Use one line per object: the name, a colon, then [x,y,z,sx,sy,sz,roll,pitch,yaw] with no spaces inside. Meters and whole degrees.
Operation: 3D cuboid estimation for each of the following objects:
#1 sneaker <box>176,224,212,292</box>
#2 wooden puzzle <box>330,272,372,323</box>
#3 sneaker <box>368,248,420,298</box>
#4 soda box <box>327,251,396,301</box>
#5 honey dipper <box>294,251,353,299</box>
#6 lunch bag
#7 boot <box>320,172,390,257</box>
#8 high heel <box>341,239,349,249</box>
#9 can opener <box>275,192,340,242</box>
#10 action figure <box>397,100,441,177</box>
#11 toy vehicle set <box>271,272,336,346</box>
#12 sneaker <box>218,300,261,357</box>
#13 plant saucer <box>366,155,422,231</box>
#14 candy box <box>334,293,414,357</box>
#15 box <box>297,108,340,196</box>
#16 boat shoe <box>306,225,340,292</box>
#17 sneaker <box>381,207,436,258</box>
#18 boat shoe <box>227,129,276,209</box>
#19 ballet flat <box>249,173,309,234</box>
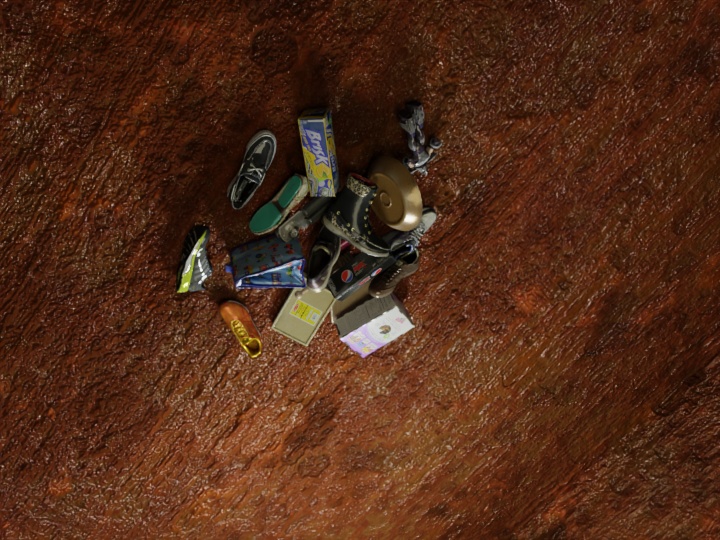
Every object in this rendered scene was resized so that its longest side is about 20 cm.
sneaker: [-0.416,-0.029,1.390,0.079,0.075,0.203,6,127,-34]
wooden puzzle: [-0.004,0.057,1.619,0.195,0.037,0.189,-14,126,-17]
sneaker: [0.097,-0.002,1.559,0.199,0.070,0.077,-37,150,-31]
soda box: [0.000,0.000,1.492,0.198,0.064,0.071,-36,163,7]
honey dipper: [-0.102,0.018,1.510,0.198,0.038,0.039,-38,131,-18]
lunch bag: [-0.251,-0.021,1.396,0.194,0.152,0.096,-8,126,-15]
boot: [0.016,-0.138,1.381,0.200,0.074,0.156,28,114,-10]
high heel: [-0.052,-0.055,1.497,0.095,0.068,0.202,31,105,-23]
can opener: [-0.140,-0.154,1.403,0.199,0.066,0.054,-43,135,-15]
action figure: [0.145,-0.324,1.387,0.130,0.069,0.203,-42,135,-20]
toy vehicle set: [-0.162,0.115,1.570,0.122,0.027,0.202,28,114,-13]
sneaker: [-0.333,0.164,1.538,0.072,0.078,0.202,-28,126,3]
plant saucer: [0.074,-0.188,1.378,0.035,0.198,0.204,-30,132,-30]
candy box: [0.045,0.162,1.645,0.197,0.073,0.168,-31,143,9]
box: [-0.098,-0.285,1.317,0.068,0.065,0.204,2,126,12]
boat shoe: [-0.096,-0.044,1.394,0.070,0.204,0.065,13,153,7]
sneaker: [0.144,-0.094,1.537,0.199,0.086,0.077,-40,127,8]
boat shoe: [-0.260,-0.238,1.299,0.071,0.068,0.202,26,111,-32]
ballet flat: [-0.198,-0.161,1.379,0.199,0.076,0.064,-41,161,16]
